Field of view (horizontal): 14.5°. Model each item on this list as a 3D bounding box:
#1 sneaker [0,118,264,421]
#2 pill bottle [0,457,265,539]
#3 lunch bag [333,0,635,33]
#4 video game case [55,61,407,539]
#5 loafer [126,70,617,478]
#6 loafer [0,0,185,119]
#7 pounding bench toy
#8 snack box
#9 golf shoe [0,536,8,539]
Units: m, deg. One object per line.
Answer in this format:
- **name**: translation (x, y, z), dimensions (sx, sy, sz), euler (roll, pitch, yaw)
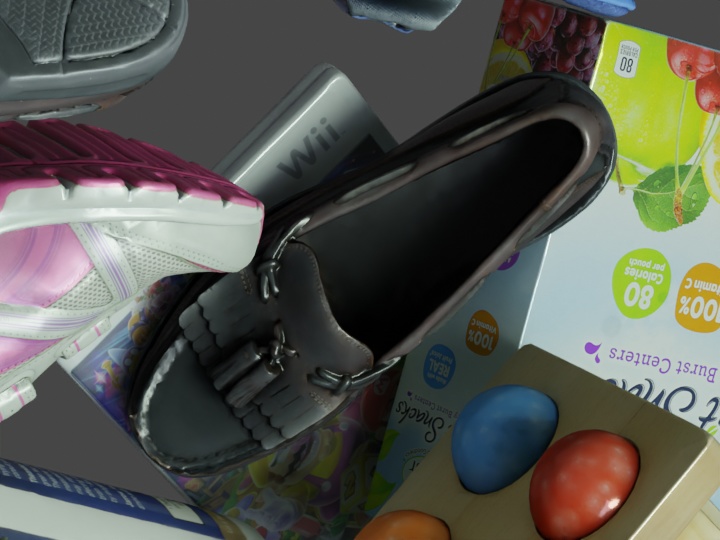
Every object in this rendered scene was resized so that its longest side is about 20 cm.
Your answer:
- **sneaker**: translation (-0.126, 0.006, 0.915), dimensions (0.199, 0.081, 0.089), euler (-8, 111, -22)
- **pill bottle**: translation (-0.132, 0.117, 0.938), dimensions (0.199, 0.111, 0.112), euler (17, 101, -32)
- **lunch bag**: translation (0.021, -0.143, 0.859), dimensions (0.135, 0.200, 0.133), euler (10, 102, -13)
- **video game case**: translation (-0.009, 0.040, 1.042), dimensions (0.143, 0.018, 0.200), euler (-45, 127, -7)
- **loafer**: translation (0.000, 0.000, 0.952), dimensions (0.200, 0.063, 0.072), euler (-37, 92, 4)
- **loafer**: translation (-0.154, -0.065, 0.853), dimensions (0.199, 0.072, 0.063), euler (-3, 157, -18)
- **pounding bench toy**: translation (0.055, 0.151, 0.933), dimensions (0.200, 0.124, 0.156), euler (-49, 118, -8)
- **snack box**: translation (0.107, 0.014, 1.055), dimensions (0.168, 0.068, 0.201), euler (10, 98, -37)
- **golf shoe**: translation (-0.174, 0.147, 0.826), dimensions (0.199, 0.088, 0.077), euler (-25, 119, 7)
